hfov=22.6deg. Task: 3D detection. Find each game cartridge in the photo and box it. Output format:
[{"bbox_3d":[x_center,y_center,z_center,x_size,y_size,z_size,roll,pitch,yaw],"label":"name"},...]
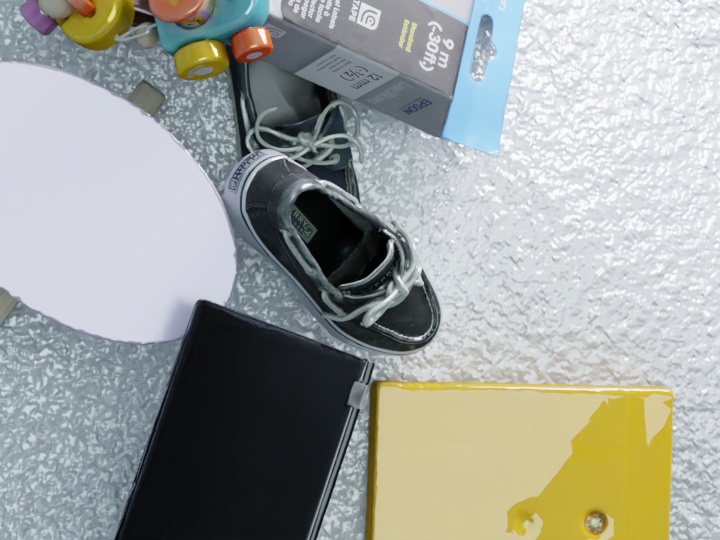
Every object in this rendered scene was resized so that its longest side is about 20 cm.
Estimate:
[{"bbox_3d":[0.102,0.161,1.161,0.199,0.032,0.177,2,90,-9],"label":"game cartridge"}]

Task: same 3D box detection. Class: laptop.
[{"bbox_3d":[-0.077,0.122,1.037,0.115,0.200,0.188,20,86,-8],"label":"laptop"}]

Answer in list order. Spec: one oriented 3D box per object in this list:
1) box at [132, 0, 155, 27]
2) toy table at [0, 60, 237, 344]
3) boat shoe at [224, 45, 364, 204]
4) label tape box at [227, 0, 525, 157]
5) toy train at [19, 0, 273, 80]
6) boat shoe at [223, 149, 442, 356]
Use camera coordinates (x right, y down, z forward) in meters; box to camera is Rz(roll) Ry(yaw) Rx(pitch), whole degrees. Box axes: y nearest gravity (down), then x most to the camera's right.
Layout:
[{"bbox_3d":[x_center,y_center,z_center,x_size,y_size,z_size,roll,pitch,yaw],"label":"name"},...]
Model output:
[{"bbox_3d":[-0.116,-0.248,1.093,0.100,0.075,0.201,15,85,-11],"label":"box"},{"bbox_3d":[-0.169,-0.036,1.059,0.184,0.117,0.200,-44,97,-8],"label":"toy table"},{"bbox_3d":[-0.040,-0.093,1.113,0.074,0.062,0.201,-12,92,-12],"label":"boat shoe"},{"bbox_3d":[0.027,-0.172,1.090,0.199,0.066,0.144,21,70,-23],"label":"label tape box"},{"bbox_3d":[-0.124,-0.192,1.002,0.199,0.056,0.151,23,91,20],"label":"toy train"},{"bbox_3d":[0.001,-0.002,1.075,0.074,0.068,0.199,-53,134,-13],"label":"boat shoe"}]
